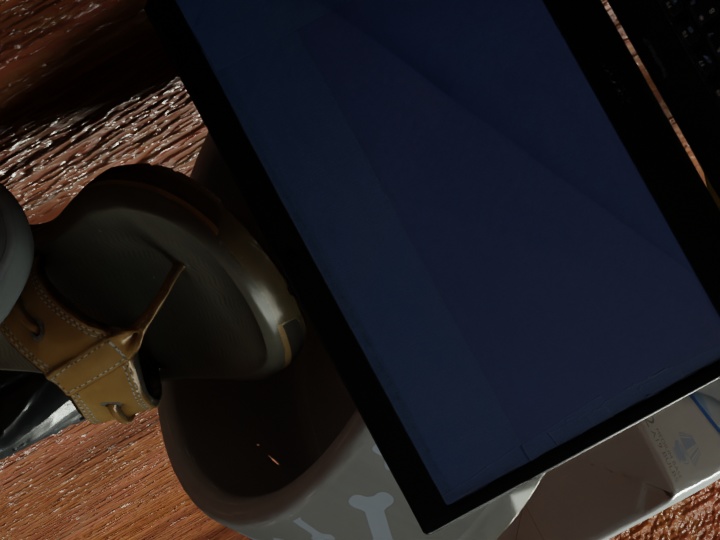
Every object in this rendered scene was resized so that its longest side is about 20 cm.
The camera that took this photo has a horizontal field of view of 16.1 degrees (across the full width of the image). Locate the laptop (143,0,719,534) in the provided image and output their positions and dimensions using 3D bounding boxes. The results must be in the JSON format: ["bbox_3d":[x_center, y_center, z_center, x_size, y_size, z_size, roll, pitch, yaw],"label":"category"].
[{"bbox_3d":[0.065,-0.057,0.675,0.103,0.178,0.200,-22,170,-42],"label":"laptop"}]

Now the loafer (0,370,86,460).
[{"bbox_3d":[-0.132,0.039,0.972,0.200,0.068,0.070,-29,164,-26],"label":"loafer"}]

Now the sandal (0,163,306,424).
[{"bbox_3d":[-0.090,0.015,0.786,0.200,0.082,0.055,-3,-136,47],"label":"sandal"}]

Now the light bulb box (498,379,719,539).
[{"bbox_3d":[0.126,0.046,1.434,0.125,0.199,0.200,-31,173,31],"label":"light bulb box"}]

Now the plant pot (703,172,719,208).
[{"bbox_3d":[0.306,-0.058,1.482,0.200,0.177,0.200,-32,170,22],"label":"plant pot"}]

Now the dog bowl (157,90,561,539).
[{"bbox_3d":[0.000,0.000,0.807,0.059,0.201,0.200,16,146,-30],"label":"dog bowl"}]

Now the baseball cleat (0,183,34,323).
[{"bbox_3d":[-0.179,0.020,0.700,0.200,0.070,0.106,-27,172,-17],"label":"baseball cleat"}]
